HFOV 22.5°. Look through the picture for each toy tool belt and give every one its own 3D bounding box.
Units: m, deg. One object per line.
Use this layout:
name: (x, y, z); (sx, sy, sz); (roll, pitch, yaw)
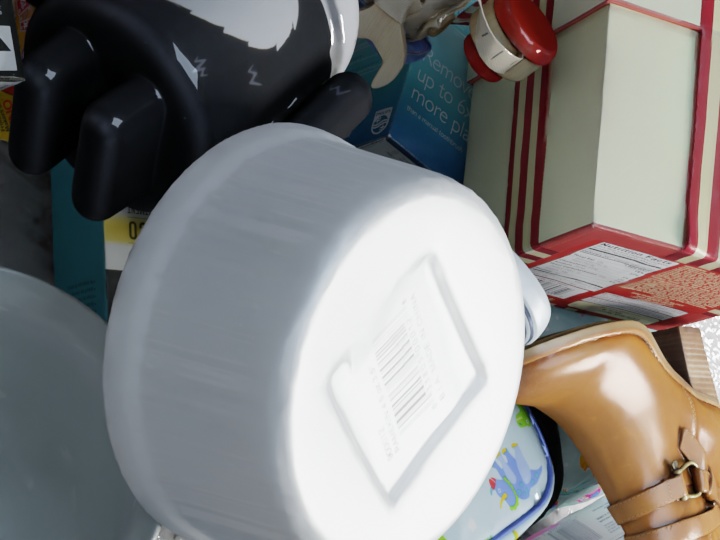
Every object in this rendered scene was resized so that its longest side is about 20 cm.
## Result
toy tool belt: (0.016, -0.171, 1.032); (0.125, 0.123, 0.201); (-12, 69, -58)

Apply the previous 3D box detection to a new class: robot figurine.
robot figurine: (-0.085, -0.110, 0.898); (0.200, 0.124, 0.151); (-42, 109, -39)

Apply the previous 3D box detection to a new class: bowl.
bowl: (-0.193, 0.103, 0.849); (0.199, 0.091, 0.203); (9, 55, -13)

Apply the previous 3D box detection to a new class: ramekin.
ramekin: (-0.011, 0.039, 0.822); (0.200, 0.097, 0.202); (-19, 115, -47)

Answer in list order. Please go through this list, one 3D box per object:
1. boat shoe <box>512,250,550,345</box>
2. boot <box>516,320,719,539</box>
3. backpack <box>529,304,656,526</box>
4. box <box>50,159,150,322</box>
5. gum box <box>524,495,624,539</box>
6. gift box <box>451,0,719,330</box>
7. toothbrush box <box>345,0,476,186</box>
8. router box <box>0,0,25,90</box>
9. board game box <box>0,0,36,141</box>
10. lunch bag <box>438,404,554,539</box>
boat shoe: (0.000, 0.000, 0.964); (0.199, 0.071, 0.091); (34, 57, 4)
boot: (0.148, 0.112, 1.041); (0.199, 0.076, 0.157); (6, 73, -53)
backpack: (0.127, 0.084, 1.163); (0.199, 0.126, 0.168); (-9, 83, -48)
box: (-0.123, -0.010, 0.996); (0.082, 0.049, 0.202); (5, 77, -43)
gum box: (0.137, 0.220, 1.144); (0.199, 0.066, 0.114); (-18, 130, -45)
gift box: (0.153, -0.080, 1.075); (0.183, 0.200, 0.189); (15, 74, -28)
toothbrush box: (0.062, -0.121, 1.176); (0.146, 0.085, 0.201); (37, 56, -33)
router box: (-0.235, -0.132, 0.811); (0.051, 0.199, 0.151); (-5, 83, -46)
board game box: (-0.113, -0.112, 0.978); (0.199, 0.030, 0.097); (1, 80, -42)
lunch bag: (0.012, 0.106, 0.995); (0.200, 0.082, 0.162); (-29, 86, -49)
